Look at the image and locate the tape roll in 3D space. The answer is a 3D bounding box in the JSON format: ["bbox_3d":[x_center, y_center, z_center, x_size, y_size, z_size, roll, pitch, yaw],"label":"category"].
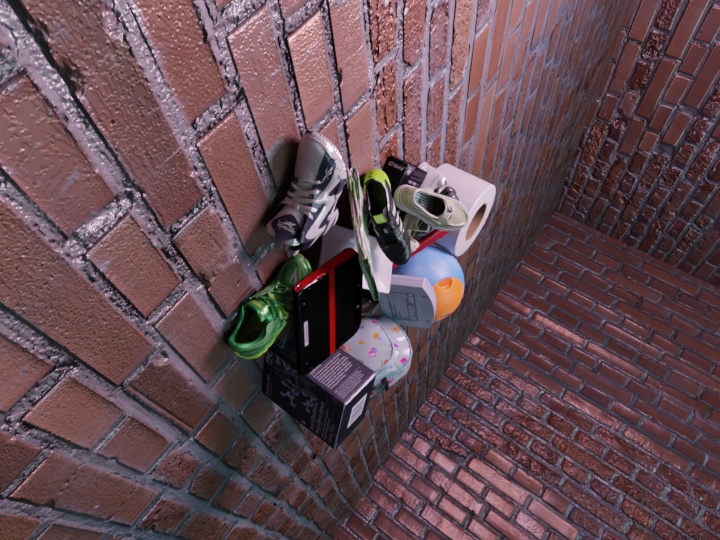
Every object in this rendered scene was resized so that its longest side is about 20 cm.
[{"bbox_3d":[0.240,-0.156,1.369,0.203,0.139,0.203,-46,154,-30],"label":"tape roll"}]

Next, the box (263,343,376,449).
[{"bbox_3d":[-0.086,0.227,1.062,0.107,0.200,0.149,-36,148,-43],"label":"box"}]

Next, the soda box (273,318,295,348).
[{"bbox_3d":[-0.106,0.088,1.025,0.200,0.063,0.069,-10,127,-62],"label":"soda box"}]

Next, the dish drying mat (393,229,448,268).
[{"bbox_3d":[0.129,-0.053,1.219,0.200,0.018,0.077,-34,169,-4],"label":"dish drying mat"}]

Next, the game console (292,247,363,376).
[{"bbox_3d":[-0.058,0.072,0.953,0.177,0.031,0.201,-34,138,-40],"label":"game console"}]

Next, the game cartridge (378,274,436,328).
[{"bbox_3d":[0.109,0.072,1.234,0.200,0.133,0.041,73,30,-56],"label":"game cartridge"}]

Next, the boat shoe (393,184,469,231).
[{"bbox_3d":[0.156,-0.122,1.080,0.199,0.062,0.072,13,96,-35],"label":"boat shoe"}]

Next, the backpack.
[{"bbox_3d":[0.022,0.197,1.250,0.199,0.176,0.154,-25,149,-17],"label":"backpack"}]

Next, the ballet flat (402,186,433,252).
[{"bbox_3d":[0.109,-0.084,1.137,0.201,0.069,0.069,-61,159,4],"label":"ballet flat"}]

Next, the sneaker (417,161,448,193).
[{"bbox_3d":[0.137,-0.147,1.238,0.070,0.080,0.201,-26,142,-58],"label":"sneaker"}]

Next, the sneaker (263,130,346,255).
[{"bbox_3d":[-0.089,-0.100,0.796,0.130,0.079,0.199,-56,170,-33],"label":"sneaker"}]

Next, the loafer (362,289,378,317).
[{"bbox_3d":[-0.008,0.085,1.222,0.200,0.073,0.072,-17,132,-60],"label":"loafer"}]

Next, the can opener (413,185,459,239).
[{"bbox_3d":[0.136,-0.113,1.194,0.066,0.053,0.200,31,122,-31],"label":"can opener"}]

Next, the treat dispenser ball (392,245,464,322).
[{"bbox_3d":[0.169,0.036,1.376,0.201,0.200,0.201,-47,155,-29],"label":"treat dispenser ball"}]

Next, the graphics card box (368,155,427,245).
[{"bbox_3d":[0.063,-0.135,1.126,0.125,0.051,0.201,-6,124,-64],"label":"graphics card box"}]

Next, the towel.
[{"bbox_3d":[0.007,-0.067,0.954,0.153,0.023,0.201,70,10,-62],"label":"towel"}]

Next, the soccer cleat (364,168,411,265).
[{"bbox_3d":[0.046,-0.095,1.021,0.081,0.067,0.201,-61,135,-63],"label":"soccer cleat"}]

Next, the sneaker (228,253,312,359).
[{"bbox_3d":[-0.147,0.061,0.886,0.200,0.074,0.084,-57,162,-5],"label":"sneaker"}]

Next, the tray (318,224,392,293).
[{"bbox_3d":[-0.009,-0.021,1.038,0.199,0.022,0.108,14,80,-45],"label":"tray"}]
